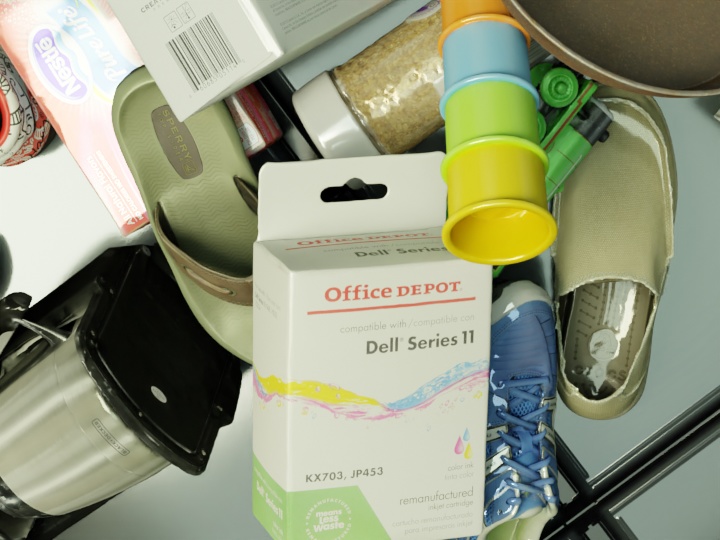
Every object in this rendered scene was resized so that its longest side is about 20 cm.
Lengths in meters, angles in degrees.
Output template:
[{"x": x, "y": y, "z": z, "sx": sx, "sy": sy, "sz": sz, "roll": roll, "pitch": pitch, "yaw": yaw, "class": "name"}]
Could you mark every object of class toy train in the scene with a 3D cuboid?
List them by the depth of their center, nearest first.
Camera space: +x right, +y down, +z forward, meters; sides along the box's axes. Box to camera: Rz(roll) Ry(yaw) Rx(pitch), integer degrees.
[{"x": 0.069, "y": -0.032, "z": 1.171, "sx": 0.056, "sy": 0.042, "sz": 0.200, "roll": 39, "pitch": 91, "yaw": -15, "class": "toy train"}]

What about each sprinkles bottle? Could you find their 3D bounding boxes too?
[{"x": 0.059, "y": -0.128, "z": 1.195, "sx": 0.200, "sy": 0.068, "sz": 0.068, "roll": -34, "pitch": 94, "yaw": 7, "class": "sprinkles bottle"}]

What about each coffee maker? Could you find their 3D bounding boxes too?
[{"x": -0.173, "y": 0.087, "z": 1.201, "sx": 0.200, "sy": 0.192, "sz": 0.135, "roll": -32, "pitch": 88, "yaw": 24, "class": "coffee maker"}]

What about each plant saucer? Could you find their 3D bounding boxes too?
[{"x": 0.143, "y": -0.171, "z": 1.128, "sx": 0.199, "sy": 0.035, "sz": 0.201, "roll": 11, "pitch": 58, "yaw": -18, "class": "plant saucer"}]

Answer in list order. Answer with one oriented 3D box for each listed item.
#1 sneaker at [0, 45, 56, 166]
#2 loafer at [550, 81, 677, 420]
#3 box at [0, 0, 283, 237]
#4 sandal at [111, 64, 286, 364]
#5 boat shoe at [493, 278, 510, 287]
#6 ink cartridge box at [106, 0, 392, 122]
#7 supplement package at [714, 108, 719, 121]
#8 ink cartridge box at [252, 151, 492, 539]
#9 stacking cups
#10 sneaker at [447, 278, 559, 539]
[{"x": -0.257, "y": -0.140, "z": 1.193, "sx": 0.067, "sy": 0.108, "sz": 0.201, "roll": -43, "pitch": 93, "yaw": 8, "class": "sneaker"}, {"x": 0.147, "y": -0.009, "z": 1.204, "sx": 0.075, "sy": 0.068, "sz": 0.201, "roll": 0, "pitch": 97, "yaw": 4, "class": "loafer"}, {"x": -0.142, "y": -0.132, "z": 1.194, "sx": 0.102, "sy": 0.095, "sz": 0.201, "roll": -31, "pitch": 94, "yaw": 8, "class": "box"}, {"x": -0.076, "y": -0.019, "z": 1.137, "sx": 0.080, "sy": 0.057, "sz": 0.201, "roll": -29, "pitch": 116, "yaw": 6, "class": "sandal"}, {"x": 0.000, "y": 0.000, "z": 1.220, "sx": 0.199, "sy": 0.069, "sz": 0.057, "roll": 22, "pitch": 94, "yaw": -5, "class": "boat shoe"}, {"x": -0.061, "y": -0.201, "z": 1.123, "sx": 0.084, "sy": 0.200, "sz": 0.176, "roll": -28, "pitch": 95, "yaw": 38, "class": "ink cartridge box"}, {"x": 0.320, "y": -0.111, "z": 1.139, "sx": 0.152, "sy": 0.151, "sz": 0.200, "roll": 39, "pitch": 97, "yaw": -2, "class": "supplement package"}, {"x": 0.005, "y": 0.043, "z": 1.114, "sx": 0.117, "sy": 0.067, "sz": 0.201, "roll": -5, "pitch": 107, "yaw": -18, "class": "ink cartridge box"}, {"x": 0.069, "y": -0.101, "z": 1.109, "sx": 0.060, "sy": 0.061, "sz": 0.201, "roll": -3, "pitch": 57, "yaw": 4, "class": "stacking cups"}, {"x": 0.087, "y": 0.098, "z": 1.189, "sx": 0.075, "sy": 0.077, "sz": 0.201, "roll": -13, "pitch": 123, "yaw": -29, "class": "sneaker"}]
